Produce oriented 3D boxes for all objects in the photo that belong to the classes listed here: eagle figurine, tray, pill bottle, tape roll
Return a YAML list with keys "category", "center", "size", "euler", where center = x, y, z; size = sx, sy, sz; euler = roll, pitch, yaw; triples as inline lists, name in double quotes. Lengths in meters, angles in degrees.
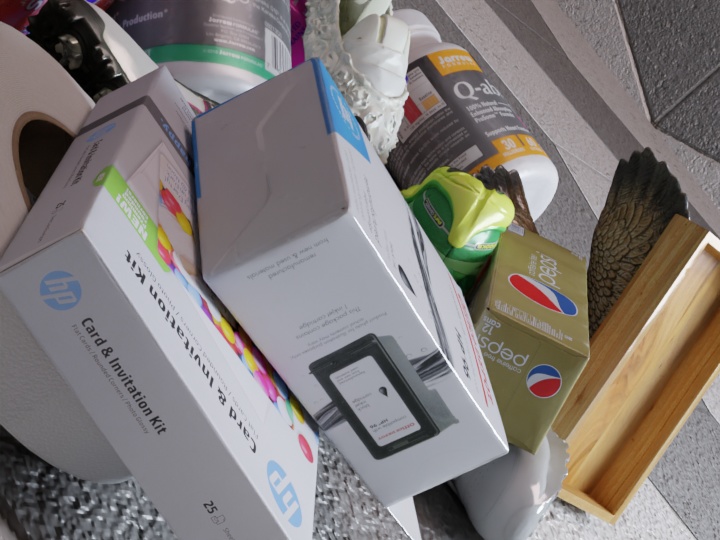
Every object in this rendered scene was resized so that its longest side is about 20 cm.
- category: "eagle figurine"
  center: [0.157, 0.018, 1.037]
  size: [0.151, 0.152, 0.201]
  euler: [37, -24, 36]
- category: "tray"
  center: [0.193, 0.070, 0.962]
  size: [0.098, 0.201, 0.037]
  euler: [31, 4, -41]
- category: "pill bottle"
  center: [0.069, -0.120, 1.197]
  size: [0.200, 0.116, 0.116]
  euler: [57, 20, 24]
- category: "pill bottle"
  center: [-0.097, -0.168, 0.816]
  size: [0.113, 0.113, 0.201]
  euler: [26, 53, -48]
- category: "tape roll"
  center: [-0.126, -0.010, 0.584]
  size: [0.203, 0.037, 0.203]
  euler: [59, 12, -21]

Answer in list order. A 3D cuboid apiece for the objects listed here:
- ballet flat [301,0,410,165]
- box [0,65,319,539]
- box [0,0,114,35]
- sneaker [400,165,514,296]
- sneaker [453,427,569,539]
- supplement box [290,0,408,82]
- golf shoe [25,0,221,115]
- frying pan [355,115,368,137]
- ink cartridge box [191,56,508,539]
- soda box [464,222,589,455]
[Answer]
- category: "ballet flat"
  center: [0.000, -0.156, 0.896]
  size: [0.072, 0.072, 0.201]
  euler: [31, 39, -40]
- category: "box"
  center: [-0.070, 0.016, 0.581]
  size: [0.156, 0.041, 0.200]
  euler: [59, 13, -20]
- category: "box"
  center: [-0.154, -0.195, 0.711]
  size: [0.095, 0.200, 0.103]
  euler: [50, 19, 8]
- category: "sneaker"
  center: [0.038, -0.009, 0.918]
  size: [0.074, 0.084, 0.200]
  euler: [32, -15, 0]
- category: "sneaker"
  center: [0.072, 0.100, 0.852]
  size: [0.080, 0.077, 0.200]
  euler: [34, 15, -12]
- category: "supplement box"
  center: [-0.072, -0.157, 0.978]
  size: [0.200, 0.101, 0.103]
  euler: [43, 20, -12]
- category: "golf shoe"
  center: [-0.092, -0.061, 0.722]
  size: [0.088, 0.077, 0.200]
  euler: [-48, 113, -36]
- category: "frying pan"
  center: [-0.015, 0.007, 0.786]
  size: [0.031, 0.114, 0.191]
  euler: [87, -21, -57]
- category: "ink cartridge box"
  center: [0.005, 0.020, 0.632]
  size: [0.200, 0.068, 0.116]
  euler: [56, 14, -38]
- category: "soda box"
  center: [0.095, 0.034, 0.850]
  size: [0.064, 0.068, 0.200]
  euler: [26, 18, 1]
